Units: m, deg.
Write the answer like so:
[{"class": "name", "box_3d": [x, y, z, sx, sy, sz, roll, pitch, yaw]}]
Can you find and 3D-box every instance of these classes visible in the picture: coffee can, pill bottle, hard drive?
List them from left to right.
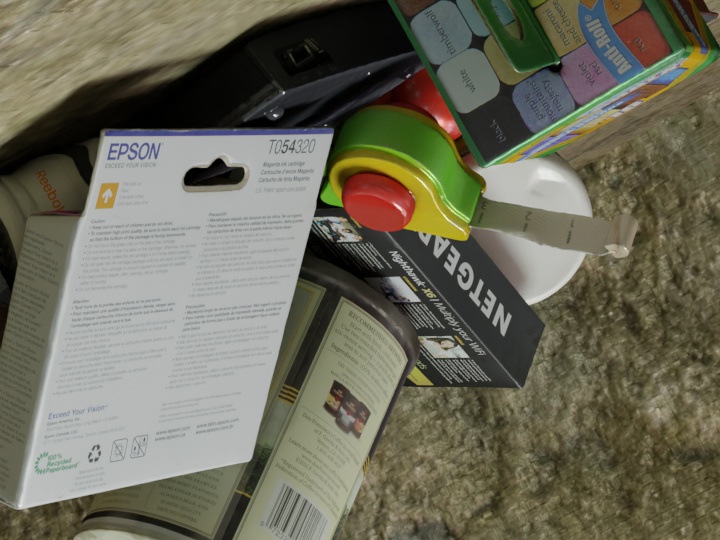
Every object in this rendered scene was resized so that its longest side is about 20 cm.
[{"class": "coffee can", "box_3d": [-0.067, 0.105, 1.418, 0.146, 0.146, 0.200, -36, -154, 61]}, {"class": "hard drive", "box_3d": [-0.041, -0.099, 1.311, 0.135, 0.042, 0.200, -32, 176, 32]}, {"class": "pill bottle", "box_3d": [0.077, -0.056, 1.598, 0.113, 0.113, 0.200, -29, -158, -1]}]

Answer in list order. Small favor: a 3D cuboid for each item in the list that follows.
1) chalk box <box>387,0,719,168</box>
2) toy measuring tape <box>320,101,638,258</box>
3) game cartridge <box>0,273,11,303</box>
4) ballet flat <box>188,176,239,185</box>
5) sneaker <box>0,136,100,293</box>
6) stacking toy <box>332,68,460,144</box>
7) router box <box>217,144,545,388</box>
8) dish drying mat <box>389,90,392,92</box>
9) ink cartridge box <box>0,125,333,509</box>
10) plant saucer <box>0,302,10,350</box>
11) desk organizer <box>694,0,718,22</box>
[{"class": "chalk box", "box_3d": [0.096, -0.136, 1.227, 0.124, 0.125, 0.200, -30, 177, 15]}, {"class": "toy measuring tape", "box_3d": [0.053, -0.051, 1.301, 0.199, 0.074, 0.074, 12, -172, 15]}, {"class": "game cartridge", "box_3d": [-0.164, 0.031, 1.388, 0.041, 0.134, 0.200, 0, 163, -34]}, {"class": "ballet flat", "box_3d": [-0.134, -0.026, 1.426, 0.070, 0.065, 0.200, 2, 155, -43]}, {"class": "sneaker", "box_3d": [-0.160, -0.019, 1.274, 0.080, 0.074, 0.200, -30, 177, -12]}, {"class": "stacking toy", "box_3d": [0.008, -0.070, 1.529, 0.085, 0.085, 0.200, -25, 170, -46]}, {"class": "router box", "box_3d": [0.000, 0.000, 1.477, 0.157, 0.200, 0.052, 0, -125, 37]}, {"class": "dish drying mat", "box_3d": [-0.004, -0.113, 1.568, 0.077, 0.018, 0.200, -29, 175, 17]}, {"class": "ink cartridge box", "box_3d": [-0.106, 0.015, 1.231, 0.043, 0.201, 0.196, 21, -166, 32]}, {"class": "plant saucer", "box_3d": [-0.228, 0.046, 1.294, 0.200, 0.035, 0.200, 5, 165, 1]}, {"class": "desk organizer", "box_3d": [0.164, -0.178, 1.488, 0.072, 0.077, 0.200, -30, 176, 16]}]
